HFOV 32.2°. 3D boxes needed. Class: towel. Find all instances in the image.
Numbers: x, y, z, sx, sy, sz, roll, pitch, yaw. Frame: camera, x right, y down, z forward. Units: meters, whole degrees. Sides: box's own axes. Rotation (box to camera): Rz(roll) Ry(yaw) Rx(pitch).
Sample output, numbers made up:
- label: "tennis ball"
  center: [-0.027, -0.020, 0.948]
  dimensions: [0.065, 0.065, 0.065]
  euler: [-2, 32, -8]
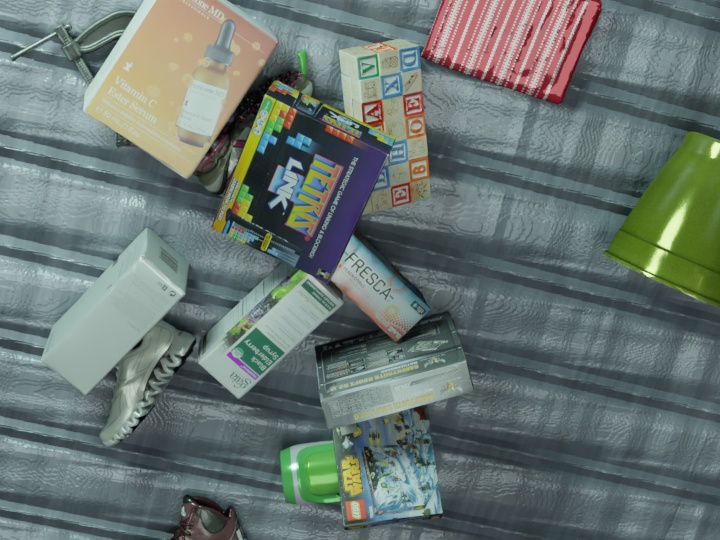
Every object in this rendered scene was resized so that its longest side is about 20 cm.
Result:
- label: "towel"
  center: [0.192, -0.304, 1.574]
  dimensions: [0.199, 0.023, 0.145]
  euler: [17, 112, -10]

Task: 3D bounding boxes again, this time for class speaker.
- label: "speaker"
  center: [-0.011, 0.280, 1.765]
  dimensions: [0.198, 0.089, 0.089]
  euler: [-7, 113, -2]

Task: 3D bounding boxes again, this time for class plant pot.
- label: "plant pot"
  center: [0.446, -0.068, 1.617]
  dimensions: [0.199, 0.200, 0.194]
  euler: [22, 97, -13]

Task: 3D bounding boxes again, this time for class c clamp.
- label: "c clamp"
  center: [-0.308, -0.234, 1.560]
  dimensions: [0.170, 0.027, 0.200]
  euler: [-34, 111, 2]

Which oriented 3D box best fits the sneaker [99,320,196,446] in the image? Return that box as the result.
- label: "sneaker"
  center: [-0.305, 0.150, 1.700]
  dimensions: [0.081, 0.075, 0.201]
  euler: [34, 104, -3]

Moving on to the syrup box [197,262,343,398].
- label: "syrup box"
  center: [-0.122, 0.070, 1.670]
  dimensions: [0.200, 0.082, 0.079]
  euler: [-43, 110, 11]

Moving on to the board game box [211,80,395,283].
- label: "board game box"
  center: [-0.072, -0.106, 1.526]
  dimensions: [0.164, 0.057, 0.201]
  euler: [25, 120, -1]

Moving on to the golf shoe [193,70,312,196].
- label: "golf shoe"
  center: [-0.127, -0.171, 1.578]
  dimensions: [0.200, 0.073, 0.092]
  euler: [-38, 117, 21]

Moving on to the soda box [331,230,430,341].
- label: "soda box"
  center: [0.000, 0.000, 1.659]
  dimensions: [0.068, 0.064, 0.200]
  euler: [-43, 110, 8]

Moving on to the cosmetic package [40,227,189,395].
- label: "cosmetic package"
  center: [-0.319, 0.053, 1.630]
  dimensions: [0.200, 0.113, 0.081]
  euler: [-44, 109, 10]

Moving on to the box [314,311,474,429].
- label: "box"
  center: [0.042, 0.131, 1.668]
  dimensions: [0.199, 0.159, 0.049]
  euler: [-16, 113, 1]

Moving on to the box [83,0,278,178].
- label: "box"
  center: [-0.218, -0.242, 1.503]
  dimensions: [0.152, 0.106, 0.201]
  euler: [31, 100, -19]

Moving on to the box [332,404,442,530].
- label: "box"
  center: [0.032, 0.246, 1.711]
  dimensions: [0.136, 0.201, 0.040]
  euler: [-6, 158, -3]

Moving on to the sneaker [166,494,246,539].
- label: "sneaker"
  center: [-0.266, 0.382, 1.799]
  dimensions: [0.199, 0.076, 0.116]
  euler: [-13, 108, -11]

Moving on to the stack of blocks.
- label: "stack of blocks"
  center: [0.019, -0.180, 1.572]
  dimensions: [0.114, 0.059, 0.201]
  euler: [-14, 114, -20]

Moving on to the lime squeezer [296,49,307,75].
- label: "lime squeezer"
  center: [-0.046, -0.180, 1.604]
  dimensions: [0.071, 0.038, 0.200]
  euler: [-44, 112, -21]
